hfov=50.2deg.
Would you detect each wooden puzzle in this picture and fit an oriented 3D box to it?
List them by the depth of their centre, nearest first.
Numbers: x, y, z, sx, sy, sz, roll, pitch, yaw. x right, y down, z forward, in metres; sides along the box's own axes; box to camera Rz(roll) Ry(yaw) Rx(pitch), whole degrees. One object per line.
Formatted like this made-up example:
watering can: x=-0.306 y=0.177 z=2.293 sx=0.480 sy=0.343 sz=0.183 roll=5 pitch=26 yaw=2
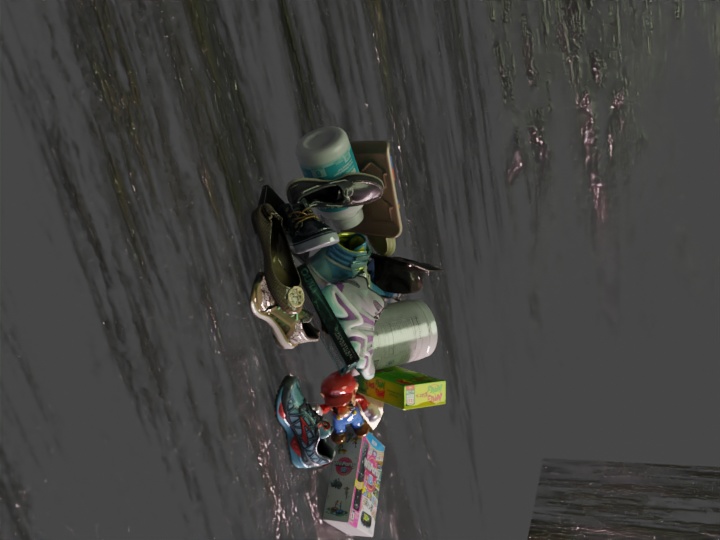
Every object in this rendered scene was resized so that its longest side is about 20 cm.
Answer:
wooden puzzle: x=0.015 y=-0.177 z=1.639 sx=0.046 sy=0.184 sz=0.202 roll=-22 pitch=111 yaw=-41

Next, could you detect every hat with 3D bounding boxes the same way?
hat: x=0.080 y=0.011 z=1.692 sx=0.200 sy=0.199 sz=0.082 roll=3 pitch=101 yaw=-67

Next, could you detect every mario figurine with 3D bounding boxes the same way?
mario figurine: x=-0.034 y=0.292 z=1.553 sx=0.123 sy=0.106 sz=0.201 roll=-45 pitch=145 yaw=-26

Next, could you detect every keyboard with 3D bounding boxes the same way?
keyboard: x=-0.146 y=-0.061 z=1.451 sx=0.200 sy=0.020 sz=0.128 roll=49 pitch=41 yaw=-55

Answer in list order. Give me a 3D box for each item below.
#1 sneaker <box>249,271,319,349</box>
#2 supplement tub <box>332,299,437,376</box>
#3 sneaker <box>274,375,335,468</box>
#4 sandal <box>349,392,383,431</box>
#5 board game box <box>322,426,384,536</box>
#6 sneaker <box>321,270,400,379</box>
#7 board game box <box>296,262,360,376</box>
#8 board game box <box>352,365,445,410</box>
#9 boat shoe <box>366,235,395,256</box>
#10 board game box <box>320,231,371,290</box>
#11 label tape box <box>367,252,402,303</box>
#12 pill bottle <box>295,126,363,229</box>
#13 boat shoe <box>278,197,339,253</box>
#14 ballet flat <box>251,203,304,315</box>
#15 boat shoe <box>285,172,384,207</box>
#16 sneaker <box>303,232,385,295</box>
sneaker: x=-0.129 y=0.069 z=1.384 sx=0.201 sy=0.088 sz=0.077 roll=60 pitch=35 yaw=-47
supplement tub: x=0.046 y=0.138 z=1.606 sx=0.198 sy=0.132 sz=0.133 roll=-10 pitch=98 yaw=-32
sneaker: x=-0.094 y=0.280 z=1.436 sx=0.079 sy=0.095 sz=0.202 roll=-58 pitch=139 yaw=-55
sandal: x=0.010 y=0.267 z=1.722 sx=0.070 sy=0.077 sz=0.214 roll=-126 pitch=-140 yaw=-58
board game box: x=-0.010 y=0.458 z=1.665 sx=0.148 sy=0.064 sz=0.202 roll=54 pitch=39 yaw=-54
sneaker: x=0.021 y=0.097 z=1.467 sx=0.201 sy=0.139 sz=0.078 roll=66 pitch=-14 yaw=-16
board game box: x=-0.067 y=0.094 z=1.419 sx=0.201 sy=0.028 sz=0.135 roll=60 pitch=-13 yaw=10
board game box: x=0.075 y=0.235 z=1.566 sx=0.101 sy=0.199 sz=0.048 roll=-3 pitch=94 yaw=-30
boat shoe: x=0.017 y=-0.122 z=1.761 sx=0.065 sy=0.072 sz=0.202 roll=-23 pitch=92 yaw=-53
board game box: x=-0.032 y=0.010 z=1.689 sx=0.200 sy=0.040 sz=0.154 roll=-54 pitch=137 yaw=-56
label tape box: x=0.049 y=0.082 z=1.753 sx=0.144 sy=0.063 sz=0.202 roll=-53 pitch=144 yaw=-58
pill bottle: x=-0.053 y=-0.183 z=1.568 sx=0.111 sy=0.110 sz=0.201 roll=-69 pitch=147 yaw=-44
boat shoe: x=-0.100 y=-0.081 z=1.350 sx=0.070 sy=0.200 sz=0.092 roll=-16 pitch=96 yaw=-22
ballet flat: x=-0.138 y=-0.023 z=1.331 sx=0.067 sy=0.046 sz=0.202 roll=-7 pitch=76 yaw=-52
boat shoe: x=-0.043 y=-0.144 z=1.488 sx=0.063 sy=0.198 sz=0.073 roll=-117 pitch=-152 yaw=-53
sneaker: x=0.000 y=0.000 z=1.509 sx=0.199 sy=0.131 sz=0.080 roll=27 pitch=29 yaw=-33
